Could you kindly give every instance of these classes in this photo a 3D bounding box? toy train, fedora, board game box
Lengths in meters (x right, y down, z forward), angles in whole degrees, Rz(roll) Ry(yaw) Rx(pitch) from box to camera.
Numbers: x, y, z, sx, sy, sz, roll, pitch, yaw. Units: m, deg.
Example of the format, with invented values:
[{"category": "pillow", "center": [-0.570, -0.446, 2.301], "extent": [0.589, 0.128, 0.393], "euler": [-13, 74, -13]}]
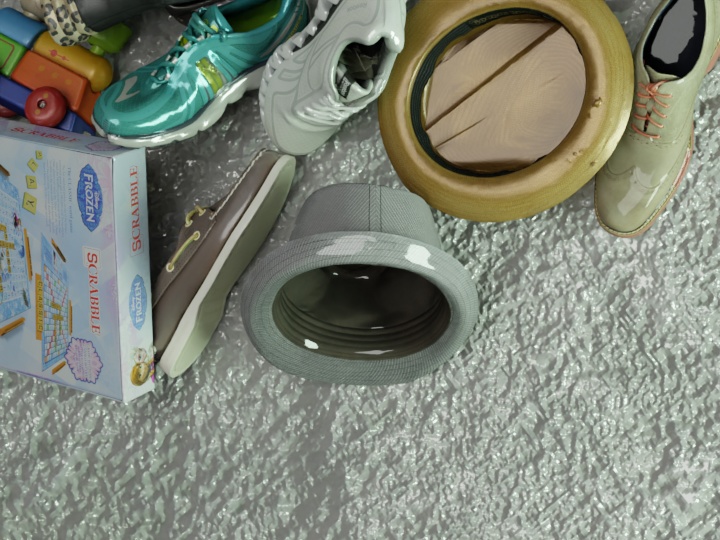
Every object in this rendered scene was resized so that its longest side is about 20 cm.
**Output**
[{"category": "toy train", "center": [-0.217, -0.154, 1.802], "extent": [0.200, 0.085, 0.116], "euler": [27, 84, 18]}, {"category": "fedora", "center": [0.112, -0.129, 1.675], "extent": [0.200, 0.082, 0.202], "euler": [-1, 88, 20]}, {"category": "board game box", "center": [-0.252, -0.013, 1.768], "extent": [0.199, 0.041, 0.201], "euler": [13, 113, 33]}, {"category": "fedora", "center": [0.000, 0.000, 1.681], "extent": [0.176, 0.200, 0.091], "euler": [2, 60, 0]}]

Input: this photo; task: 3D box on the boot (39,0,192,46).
[{"category": "boot", "center": [-0.175, -0.268, 1.756], "extent": [0.150, 0.073, 0.201], "euler": [-21, 51, 21]}]

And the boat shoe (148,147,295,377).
[{"category": "boat shoe", "center": [-0.119, -0.014, 1.762], "extent": [0.059, 0.072, 0.200], "euler": [34, 105, 14]}]

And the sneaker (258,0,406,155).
[{"category": "sneaker", "center": [-0.021, -0.144, 1.679], "extent": [0.200, 0.075, 0.081], "euler": [124, 146, -47]}]

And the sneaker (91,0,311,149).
[{"category": "sneaker", "center": [-0.124, -0.165, 1.718], "extent": [0.200, 0.080, 0.077], "euler": [-35, 58, -22]}]

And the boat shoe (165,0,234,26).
[{"category": "boat shoe", "center": [-0.069, -0.250, 1.757], "extent": [0.200, 0.057, 0.067], "euler": [-29, 79, 17]}]

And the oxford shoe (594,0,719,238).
[{"category": "oxford shoe", "center": [0.211, -0.122, 1.643], "extent": [0.070, 0.075, 0.201], "euler": [18, 95, 18]}]
